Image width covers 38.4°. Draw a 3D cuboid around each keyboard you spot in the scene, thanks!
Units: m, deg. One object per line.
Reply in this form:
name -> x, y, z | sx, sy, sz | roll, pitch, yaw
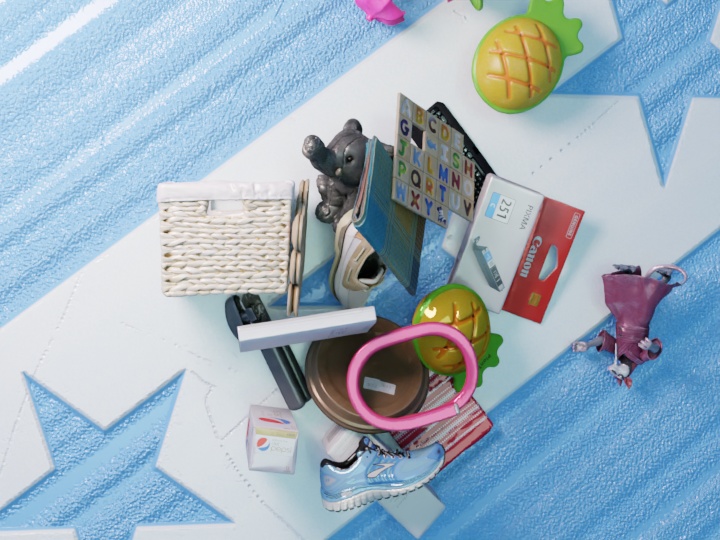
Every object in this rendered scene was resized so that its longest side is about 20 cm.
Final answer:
keyboard -> 0.151, -0.162, 1.640 | 0.104, 0.040, 0.201 | -39, 96, -6

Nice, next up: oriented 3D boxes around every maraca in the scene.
maraca -> 0.260, -0.336, 1.607 | 0.200, 0.107, 0.137 | -45, 100, -5
maraca -> 0.152, 0.105, 1.604 | 0.137, 0.107, 0.200 | -46, 125, -6

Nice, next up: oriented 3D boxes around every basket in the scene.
basket -> -0.196, -0.052, 1.516 | 0.194, 0.200, 0.164 | -1, 94, -7

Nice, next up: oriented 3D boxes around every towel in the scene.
towel -> 0.045, -0.075, 1.485 | 0.021, 0.200, 0.149 | -5, 57, 26
towel -> 0.104, 0.218, 1.656 | 0.144, 0.022, 0.201 | -38, 95, -3

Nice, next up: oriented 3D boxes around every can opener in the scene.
can opener -> -0.146, 0.126, 1.612 | 0.066, 0.053, 0.203 | -22, 96, 26

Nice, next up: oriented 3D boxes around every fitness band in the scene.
fitness band -> 0.077, 0.156, 1.515 | 0.196, 0.037, 0.146 | -16, 90, 0

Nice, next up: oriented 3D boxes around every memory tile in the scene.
memory tile -> -0.091, -0.035, 1.518 | 0.016, 0.201, 0.156 | 4, 114, -2

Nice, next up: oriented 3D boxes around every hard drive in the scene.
hard drive -> -0.081, 0.087, 1.517 | 0.196, 0.132, 0.027 | -8, 80, -8

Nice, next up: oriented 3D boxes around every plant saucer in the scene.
plant saucer -> 0.013, 0.152, 1.585 | 0.196, 0.030, 0.203 | 6, 59, -9

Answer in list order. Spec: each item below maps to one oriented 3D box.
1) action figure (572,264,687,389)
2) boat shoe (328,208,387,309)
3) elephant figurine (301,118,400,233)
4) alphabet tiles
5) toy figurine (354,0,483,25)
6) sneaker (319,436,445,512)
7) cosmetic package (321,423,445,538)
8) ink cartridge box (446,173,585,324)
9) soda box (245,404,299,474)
action figure -> 0.437, 0.090, 1.678 | 0.148, 0.132, 0.204 | -13, 111, -49
boat shoe -> 0.000, 0.000, 1.551 | 0.074, 0.202, 0.068 | -36, 60, -25
elephant figurine -> -0.005, -0.157, 1.533 | 0.139, 0.202, 0.157 | 7, 49, 5
alphabet tiles -> 0.114, -0.152, 1.558 | 0.199, 0.007, 0.170 | 24, 63, -45
toy figurine -> 0.071, -0.463, 1.587 | 0.181, 0.150, 0.203 | -20, 73, 3
sneaker -> 0.031, 0.286, 1.521 | 0.196, 0.078, 0.092 | -16, 91, -7
cosmetic package -> 0.034, 0.315, 1.610 | 0.200, 0.102, 0.074 | 43, 87, -8
ink cartridge box -> 0.248, -0.029, 1.639 | 0.173, 0.045, 0.203 | 19, 100, -7
soda box -> -0.133, 0.248, 1.533 | 0.067, 0.200, 0.065 | 7, 91, -8
